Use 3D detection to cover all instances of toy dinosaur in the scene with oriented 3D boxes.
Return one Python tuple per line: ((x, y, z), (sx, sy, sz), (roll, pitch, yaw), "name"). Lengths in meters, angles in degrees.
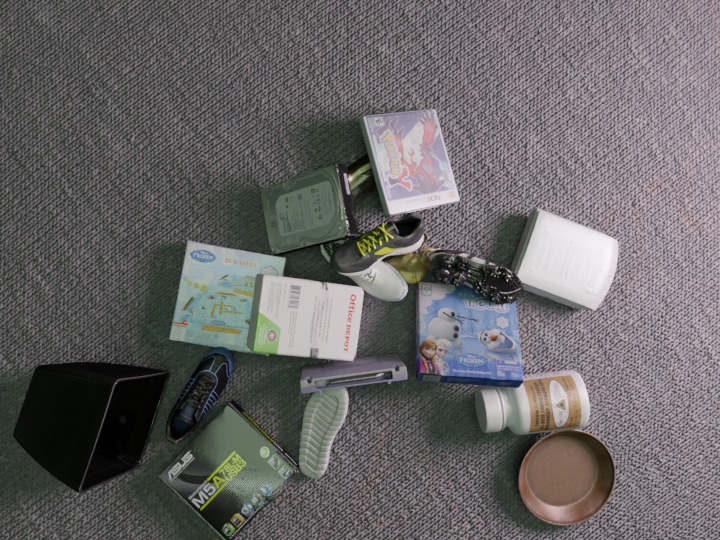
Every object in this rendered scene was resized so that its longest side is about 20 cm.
((0.091, -0.023, 1.206), (0.199, 0.058, 0.101), (-1, 89, -3), "toy dinosaur")

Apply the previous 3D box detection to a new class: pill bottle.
((0.334, 0.263, 1.177), (0.199, 0.114, 0.115), (-6, 88, -3), "pill bottle")

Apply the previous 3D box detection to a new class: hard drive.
((-0.103, -0.115, 1.154), (0.200, 0.038, 0.140), (-11, 87, 35), "hard drive")

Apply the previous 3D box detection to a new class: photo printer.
((0.419, -0.017, 1.216), (0.200, 0.069, 0.167), (20, 87, -2), "photo printer")

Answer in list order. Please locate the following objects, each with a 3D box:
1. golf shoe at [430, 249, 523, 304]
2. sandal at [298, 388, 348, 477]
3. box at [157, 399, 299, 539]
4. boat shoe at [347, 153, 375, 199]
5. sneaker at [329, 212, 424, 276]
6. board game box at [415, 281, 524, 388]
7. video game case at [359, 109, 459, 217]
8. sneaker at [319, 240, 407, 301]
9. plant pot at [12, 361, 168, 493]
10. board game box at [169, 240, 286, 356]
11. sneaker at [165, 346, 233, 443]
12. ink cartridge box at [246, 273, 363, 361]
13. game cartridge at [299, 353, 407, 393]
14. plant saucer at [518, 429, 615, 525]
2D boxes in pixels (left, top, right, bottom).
((0.229, 0.002, 1.178), (0.200, 0.095, 0.078), (22, 108, -16), "golf shoe")
((-0.077, 0.312, 1.191), (0.082, 0.050, 0.203), (22, 100, 13), "sandal")
((-0.257, 0.395, 1.176), (0.200, 0.048, 0.193), (-45, 93, -4), "box")
((-0.001, -0.183, 1.208), (0.200, 0.073, 0.065), (-34, 114, -11), "boat shoe")
((0.033, -0.058, 1.119), (0.200, 0.085, 0.075), (-25, 67, -19), "sneaker")
((0.209, 0.123, 1.169), (0.199, 0.043, 0.199), (4, 57, -3), "board game box")
((0.102, -0.219, 1.194), (0.182, 0.023, 0.200), (-14, 88, -30), "video game case")
((0.000, 0.000, 1.176), (0.200, 0.071, 0.073), (31, 104, 11), "sneaker")
((-0.506, 0.264, 1.103), (0.177, 0.200, 0.200), (16, 87, 9), "plant pot")
((-0.262, 0.056, 1.192), (0.199, 0.041, 0.200), (11, 87, -3), "board game box")
((-0.310, 0.244, 1.149), (0.070, 0.078, 0.200), (28, 97, -6), "sneaker")
((-0.107, 0.091, 1.154), (0.200, 0.084, 0.146), (9, 88, -19), "ink cartridge box")
((-0.016, 0.199, 1.155), (0.199, 0.130, 0.038), (-7, 90, -3), "game cartridge")
((0.412, 0.412, 1.204), (0.200, 0.037, 0.201), (0, 97, -3), "plant saucer")
